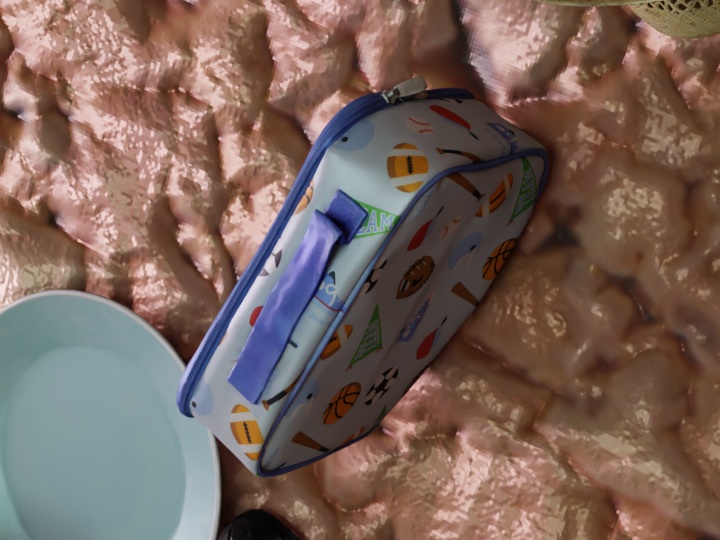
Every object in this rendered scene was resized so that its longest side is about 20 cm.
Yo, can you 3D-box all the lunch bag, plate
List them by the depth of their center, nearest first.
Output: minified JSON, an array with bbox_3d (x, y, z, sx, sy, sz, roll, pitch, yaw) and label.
[{"bbox_3d":[0.000,0.000,1.058,0.075,0.160,0.201,39,115,21],"label":"lunch bag"},{"bbox_3d":[-0.154,0.109,1.247,0.199,0.026,0.202,5,100,31],"label":"plate"}]

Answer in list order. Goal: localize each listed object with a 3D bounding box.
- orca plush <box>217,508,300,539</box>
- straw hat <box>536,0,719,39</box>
[{"bbox_3d":[-0.044,0.231,1.168,0.105,0.071,0.202,-5,94,32],"label":"orca plush"},{"bbox_3d":[0.145,-0.151,0.989,0.200,0.202,0.085,3,141,31],"label":"straw hat"}]
